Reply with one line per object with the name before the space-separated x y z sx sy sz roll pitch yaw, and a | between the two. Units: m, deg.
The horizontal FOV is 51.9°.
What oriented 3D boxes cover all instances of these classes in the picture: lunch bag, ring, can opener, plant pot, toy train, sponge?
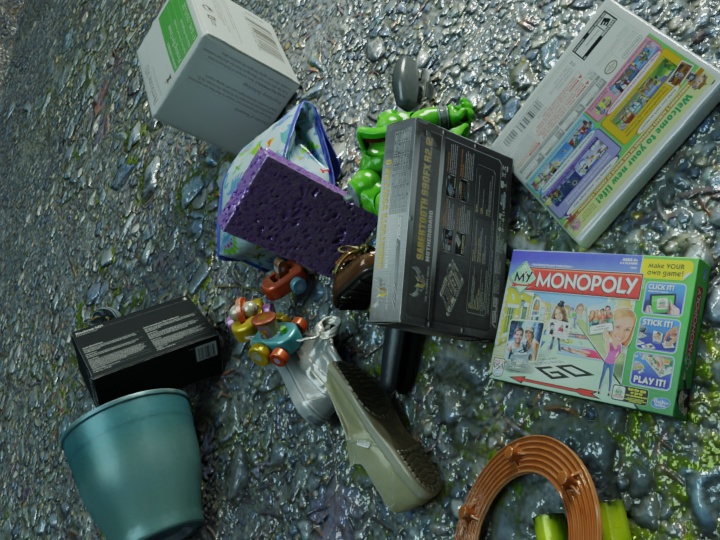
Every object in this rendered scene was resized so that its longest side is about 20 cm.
lunch bag | -0.121 -0.123 1.079 0.168 0.126 0.206 -24 61 40
ring | 0.140 0.248 0.671 0.201 0.019 0.204 -51 26 36
can opener | 0.050 -0.173 0.952 0.053 0.066 0.206 -4 72 47
plant pot | -0.319 0.309 1.089 0.199 0.197 0.191 -40 62 29
can opener | 0.057 0.042 0.860 0.078 0.062 0.206 11 83 51
toy train | -0.109 0.043 0.983 0.148 0.056 0.200 -32 31 -9
sponge | -0.075 -0.067 0.949 0.113 0.197 0.030 -54 41 15

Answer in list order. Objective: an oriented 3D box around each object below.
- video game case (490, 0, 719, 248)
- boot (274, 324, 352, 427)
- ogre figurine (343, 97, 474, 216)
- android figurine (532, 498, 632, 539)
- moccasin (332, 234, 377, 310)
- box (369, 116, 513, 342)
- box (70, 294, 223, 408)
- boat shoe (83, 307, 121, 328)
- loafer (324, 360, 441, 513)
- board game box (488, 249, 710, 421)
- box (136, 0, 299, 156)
video game case | 0.245 -0.155 0.762 0.201 0.022 0.184 -51 43 20
boot | -0.066 0.105 0.982 0.096 0.073 0.201 -45 47 8
ogre figurine | 0.057 -0.129 0.867 0.117 0.098 0.206 12 77 18
android figurine | 0.199 0.303 0.616 0.180 0.040 0.205 -27 55 39
moccasin | 0.002 0.000 0.876 0.201 0.071 0.080 110 157 -82
box | 0.088 -0.036 0.770 0.048 0.155 0.207 -5 78 50
box | -0.333 0.128 1.157 0.141 0.196 0.081 40 139 46
boat shoe | -0.514 0.115 1.451 0.199 0.090 0.072 28 95 50
loafer | 0.010 0.186 0.835 0.069 0.075 0.201 -51 52 18
board game box | 0.218 0.053 0.702 0.197 0.029 0.139 4 79 49
box | -0.243 -0.340 1.248 0.172 0.197 0.202 -48 46 25
